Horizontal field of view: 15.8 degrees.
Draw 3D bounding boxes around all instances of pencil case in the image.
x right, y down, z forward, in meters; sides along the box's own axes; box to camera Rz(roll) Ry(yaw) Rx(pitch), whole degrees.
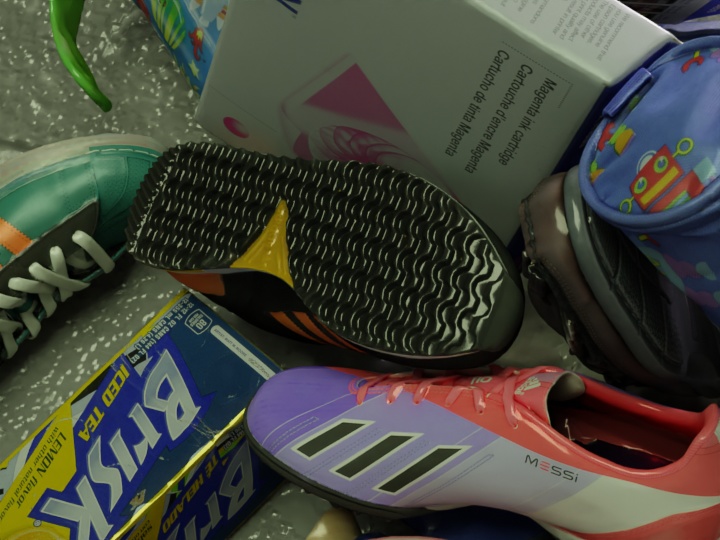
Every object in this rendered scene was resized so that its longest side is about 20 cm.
[{"bbox_3d":[0.151,0.000,0.934,0.078,0.200,0.087,-47,42,-4],"label":"pencil case"}]

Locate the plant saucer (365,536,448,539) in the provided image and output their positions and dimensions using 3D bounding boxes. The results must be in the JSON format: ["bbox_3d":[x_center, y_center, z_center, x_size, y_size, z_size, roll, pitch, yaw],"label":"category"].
[{"bbox_3d":[0.005,0.194,0.956,0.200,0.051,0.202,-9,69,24],"label":"plant saucer"}]

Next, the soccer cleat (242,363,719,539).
[{"bbox_3d":[0.049,0.060,0.993,0.199,0.073,0.068,14,45,17],"label":"soccer cleat"}]

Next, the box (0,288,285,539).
[{"bbox_3d":[-0.113,0.106,1.067,0.200,0.064,0.070,-45,58,-12],"label":"box"}]

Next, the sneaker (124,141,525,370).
[{"bbox_3d":[0.000,0.000,1.045,0.200,0.090,0.070,16,80,40],"label":"sneaker"}]

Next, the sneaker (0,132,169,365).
[{"bbox_3d":[-0.165,0.012,1.143,0.199,0.071,0.080,-25,59,6],"label":"sneaker"}]

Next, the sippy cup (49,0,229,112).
[{"bbox_3d":[-0.044,-0.136,1.166,0.178,0.139,0.131,-45,58,39],"label":"sippy cup"}]

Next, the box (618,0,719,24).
[{"bbox_3d":[0.078,-0.137,1.064,0.199,0.119,0.042,1,82,-13],"label":"box"}]

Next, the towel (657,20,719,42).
[{"bbox_3d":[0.210,-0.087,1.067,0.199,0.024,0.147,-3,14,14],"label":"towel"}]

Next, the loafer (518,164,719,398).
[{"bbox_3d":[0.094,0.015,0.988,0.063,0.200,0.072,-14,70,21],"label":"loafer"}]

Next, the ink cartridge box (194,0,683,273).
[{"bbox_3d":[0.038,-0.061,1.007,0.200,0.197,0.043,33,63,4],"label":"ink cartridge box"}]

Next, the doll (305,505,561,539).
[{"bbox_3d":[0.071,0.140,1.001,0.200,0.049,0.137,26,70,32],"label":"doll"}]
